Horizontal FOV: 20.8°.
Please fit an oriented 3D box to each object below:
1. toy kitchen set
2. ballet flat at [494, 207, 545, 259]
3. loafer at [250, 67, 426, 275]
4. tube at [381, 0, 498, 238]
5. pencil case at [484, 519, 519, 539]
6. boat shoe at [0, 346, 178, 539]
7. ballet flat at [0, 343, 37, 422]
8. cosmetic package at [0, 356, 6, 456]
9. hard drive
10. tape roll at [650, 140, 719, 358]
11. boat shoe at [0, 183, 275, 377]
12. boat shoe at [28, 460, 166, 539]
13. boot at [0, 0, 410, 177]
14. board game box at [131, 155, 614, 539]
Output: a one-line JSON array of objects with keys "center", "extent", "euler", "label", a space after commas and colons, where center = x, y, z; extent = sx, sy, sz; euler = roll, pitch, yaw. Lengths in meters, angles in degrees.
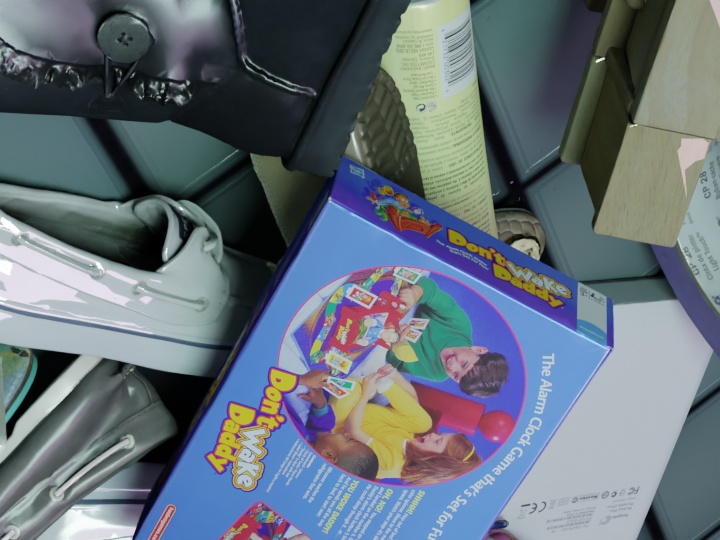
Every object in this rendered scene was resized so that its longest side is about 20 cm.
[{"center": [0.078, -0.150, 0.870], "extent": [0.179, 0.164, 0.201], "euler": [10, 119, -9], "label": "toy kitchen set"}, {"center": [0.017, 0.038, 0.993], "extent": [0.199, 0.046, 0.068], "euler": [-33, 135, -11], "label": "ballet flat"}, {"center": [0.000, 0.000, 0.893], "extent": [0.076, 0.067, 0.201], "euler": [-45, 129, -53], "label": "loafer"}, {"center": [0.031, -0.048, 0.923], "extent": [0.058, 0.052, 0.201], "euler": [3, 126, 17], "label": "tube"}, {"center": [0.030, 0.233, 1.110], "extent": [0.200, 0.087, 0.083], "euler": [-44, -179, 14], "label": "pencil case"}, {"center": [-0.162, 0.121, 0.868], "extent": [0.200, 0.057, 0.067], "euler": [-48, -179, 0], "label": "boat shoe"}, {"center": [-0.225, 0.094, 0.851], "extent": [0.200, 0.074, 0.074], "euler": [-50, 136, 2], "label": "ballet flat"}, {"center": [-0.248, 0.059, 0.753], "extent": [0.199, 0.073, 0.104], "euler": [20, 110, -20], "label": "cosmetic package"}, {"center": [0.131, 0.095, 1.135], "extent": [0.131, 0.027, 0.201], "euler": [-4, 125, -33], "label": "hard drive"}, {"center": [0.223, -0.028, 0.982], "extent": [0.085, 0.200, 0.201], "euler": [-27, 134, -15], "label": "tape roll"}, {"center": [-0.090, 0.001, 0.868], "extent": [0.199, 0.074, 0.066], "euler": [4, 124, -39], "label": "boat shoe"}, {"center": [-0.076, 0.129, 0.958], "extent": [0.199, 0.074, 0.067], "euler": [4, 78, -20], "label": "boat shoe"}, {"center": [-0.065, -0.128, 0.738], "extent": [0.167, 0.077, 0.201], "euler": [11, 130, -14], "label": "boot"}, {"center": [0.002, 0.068, 0.851], "extent": [0.134, 0.045, 0.201], "euler": [28, 117, -7], "label": "board game box"}]
